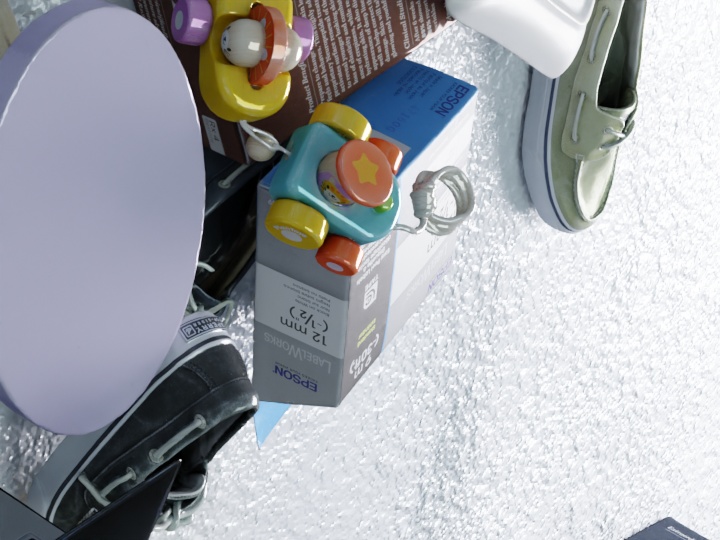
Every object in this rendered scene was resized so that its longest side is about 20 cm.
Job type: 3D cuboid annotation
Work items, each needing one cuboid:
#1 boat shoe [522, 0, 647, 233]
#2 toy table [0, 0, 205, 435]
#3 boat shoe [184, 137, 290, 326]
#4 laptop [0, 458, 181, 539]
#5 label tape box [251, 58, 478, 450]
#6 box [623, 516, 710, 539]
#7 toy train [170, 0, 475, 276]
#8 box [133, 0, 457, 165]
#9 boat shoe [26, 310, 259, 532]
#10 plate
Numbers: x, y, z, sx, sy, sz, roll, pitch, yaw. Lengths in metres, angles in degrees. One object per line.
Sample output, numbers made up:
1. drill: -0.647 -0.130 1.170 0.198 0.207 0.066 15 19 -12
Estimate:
1. boat shoe: 0.150 -0.109 1.186 0.072 0.062 0.201 -29 130 -35
2. toy table: -0.159 -0.036 0.845 0.183 0.117 0.201 0 109 -47
3. boat shoe: -0.095 0.004 0.977 0.200 0.062 0.075 -55 140 -11
4. laptop: -0.202 0.142 0.827 0.187 0.200 0.116 -31 127 -33
5. label tape box: 0.000 0.000 1.022 0.143 0.066 0.201 -49 152 -42
6. box: 0.234 0.299 1.420 0.199 0.148 0.108 -18 122 -41
7. toy train: -0.005 -0.102 0.878 0.150 0.056 0.201 -25 96 -31
8. box: -0.021 -0.154 0.971 0.200 0.075 0.101 -38 133 -31
9. boat shoe: -0.110 0.103 0.941 0.073 0.068 0.199 -15 154 -48
10. plate: 0.109 -0.224 1.035 0.199 0.032 0.201 13 85 -65
